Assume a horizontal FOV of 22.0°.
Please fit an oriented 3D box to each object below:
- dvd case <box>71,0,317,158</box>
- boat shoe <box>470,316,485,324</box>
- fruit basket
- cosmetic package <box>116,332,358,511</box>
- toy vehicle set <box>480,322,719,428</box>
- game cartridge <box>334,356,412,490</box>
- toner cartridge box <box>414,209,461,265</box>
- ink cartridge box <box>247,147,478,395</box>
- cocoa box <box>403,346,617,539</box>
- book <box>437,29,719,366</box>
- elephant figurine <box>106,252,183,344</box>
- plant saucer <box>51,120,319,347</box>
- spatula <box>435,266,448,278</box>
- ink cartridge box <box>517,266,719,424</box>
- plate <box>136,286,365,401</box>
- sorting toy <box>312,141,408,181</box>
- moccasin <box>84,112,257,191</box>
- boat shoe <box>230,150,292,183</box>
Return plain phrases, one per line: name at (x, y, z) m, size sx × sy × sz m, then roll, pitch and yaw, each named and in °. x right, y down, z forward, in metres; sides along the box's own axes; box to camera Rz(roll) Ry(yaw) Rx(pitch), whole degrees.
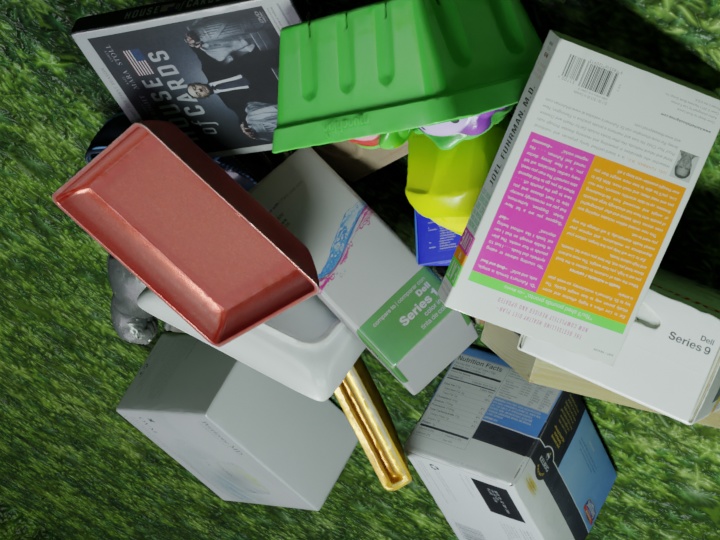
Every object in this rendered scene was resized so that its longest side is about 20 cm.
dvd case at (-0.108, -0.152, 1.451) m, size 0.200 × 0.025 × 0.150 m, roll -6°, pitch 135°, yaw 28°
boat shoe at (0.138, 0.007, 1.582) m, size 0.072 × 0.076 × 0.200 m, roll 18°, pitch 164°, yaw 2°
fruit basket at (0.051, -0.099, 1.338) m, size 0.215 × 0.155 × 0.216 m, roll 23°, pitch 121°, yaw 45°
cosmetic package at (-0.143, 0.177, 2.192) m, size 0.199 × 0.123 × 0.200 m, roll 44°, pitch 152°, yaw -28°
toy vehicle set at (0.211, 0.085, 1.551) m, size 0.200 × 0.027 × 0.124 m, roll 14°, pitch -170°, yaw -19°
game cartridge at (-0.010, 0.105, 1.817) m, size 0.177 × 0.032 × 0.200 m, roll 63°, pitch 180°, yaw -16°
toner cartridge box at (0.115, -0.058, 1.444) m, size 0.043 × 0.095 × 0.200 m, roll 2°, pitch 174°, yaw -34°
ink cartridge box at (0.000, 0.000, 1.598) m, size 0.200 × 0.084 × 0.145 m, roll 46°, pitch 178°, yaw 16°
cocoa box at (0.154, 0.191, 1.854) m, size 0.133 × 0.131 × 0.200 m, roll 16°, pitch 153°, yaw 32°
book at (0.151, -0.049, 1.274) m, size 0.133 × 0.200 × 0.048 m, roll 19°, pitch -164°, yaw -18°
elephant figurine at (-0.151, 0.017, 1.907) m, size 0.200 × 0.155 × 0.142 m, roll 12°, pitch 109°, yaw 15°
plant saucer at (-0.142, -0.035, 1.546) m, size 0.200 × 0.037 × 0.200 m, roll 43°, pitch 147°, yaw -12°
spatula at (0.155, 0.047, 1.704) m, size 0.200 × 0.021 × 0.057 m, roll 29°, pitch 158°, yaw 4°
ink cartridge box at (0.222, 0.045, 1.427) m, size 0.145 × 0.088 × 0.200 m, roll 23°, pitch -173°, yaw 17°
plate at (-0.073, 0.011, 1.704) m, size 0.200 × 0.200 × 0.032 m, roll 27°, pitch 133°, yaw 12°
sorting toy at (-0.037, -0.153, 1.523) m, size 0.185 × 0.037 × 0.200 m, roll 37°, pitch 161°, yaw -15°
moccasin at (-0.170, -0.089, 1.738) m, size 0.200 × 0.068 × 0.081 m, roll 14°, pitch 135°, yaw 32°
boat shoe at (-0.124, -0.128, 1.568) m, size 0.075 × 0.062 × 0.200 m, roll 13°, pitch 154°, yaw 41°
